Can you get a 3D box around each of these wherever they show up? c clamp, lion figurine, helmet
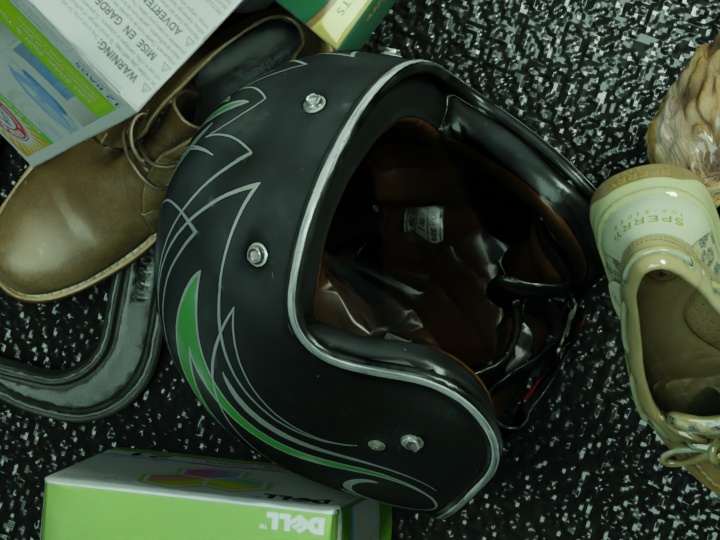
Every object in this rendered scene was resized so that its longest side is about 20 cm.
[{"bbox_3d":[-0.166,-0.029,1.465,0.170,0.027,0.202,6,93,9],"label":"c clamp"},{"bbox_3d":[0.224,-0.084,1.305,0.199,0.123,0.073,-7,130,19],"label":"lion figurine"},{"bbox_3d":[0.000,0.000,1.331,0.190,0.200,0.201,34,101,-3],"label":"helmet"}]

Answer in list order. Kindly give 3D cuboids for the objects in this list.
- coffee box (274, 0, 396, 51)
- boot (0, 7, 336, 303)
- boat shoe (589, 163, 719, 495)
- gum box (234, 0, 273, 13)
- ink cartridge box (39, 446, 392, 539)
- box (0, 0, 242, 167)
[{"bbox_3d":[-0.045,-0.206,1.339,0.200,0.044,0.123,41,104,7],"label":"coffee box"},{"bbox_3d":[-0.102,-0.059,1.403,0.200,0.075,0.074,-38,86,5],"label":"boot"},{"bbox_3d":[0.148,0.043,1.313,0.073,0.063,0.200,-18,131,15],"label":"boat shoe"},{"bbox_3d":[-0.017,-0.227,1.389,0.200,0.066,0.114,-40,84,14],"label":"gum box"},{"bbox_3d":[-0.079,0.136,1.359,0.147,0.200,0.076,5,94,14],"label":"ink cartridge box"},{"bbox_3d":[-0.129,-0.129,1.328,0.113,0.200,0.101,46,73,-11],"label":"box"}]
